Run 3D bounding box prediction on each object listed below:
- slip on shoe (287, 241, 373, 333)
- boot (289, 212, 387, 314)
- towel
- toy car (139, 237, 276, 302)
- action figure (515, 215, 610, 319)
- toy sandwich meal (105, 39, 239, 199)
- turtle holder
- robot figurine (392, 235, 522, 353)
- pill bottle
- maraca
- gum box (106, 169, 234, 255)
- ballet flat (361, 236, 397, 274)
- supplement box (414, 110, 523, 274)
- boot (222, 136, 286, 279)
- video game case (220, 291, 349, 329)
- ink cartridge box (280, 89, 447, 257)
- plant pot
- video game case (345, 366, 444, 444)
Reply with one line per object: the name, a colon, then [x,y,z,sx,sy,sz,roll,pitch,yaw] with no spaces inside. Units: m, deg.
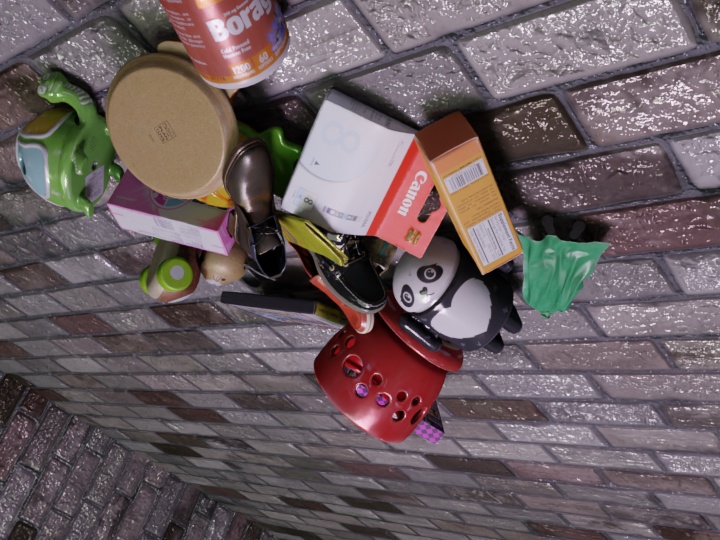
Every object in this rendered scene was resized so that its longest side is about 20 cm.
slip on shoe: [-0.047,0.011,1.231,0.201,0.061,0.074,59,149,2]
boot: [-0.017,-0.049,1.128,0.204,0.073,0.154,54,150,12]
towel: [-0.091,-0.053,1.108,0.086,0.018,0.199,41,170,-30]
toy car: [-0.248,-0.004,1.371,0.198,0.160,0.164,21,167,-24]
action figure: [0.263,0.006,1.110,0.117,0.055,0.201,13,147,13]
toy sandwich meal: [-0.227,-0.190,1.019,0.202,0.070,0.208,8,120,15]
turtle holder: [-0.435,-0.178,1.192,0.130,0.142,0.186,18,153,9]
robot figurine: [0.140,0.038,1.172,0.199,0.151,0.124,35,161,-18]
pill bottle: [-0.152,-0.293,0.825,0.111,0.113,0.201,8,149,23]
maraca: [-0.167,-0.145,1.099,0.197,0.108,0.138,4,135,16]
gum box: [-0.261,-0.105,1.223,0.198,0.114,0.066,14,152,15]
ballet flat: [0.000,0.000,1.273,0.070,0.071,0.200,26,152,-9]
supplement box: [0.134,-0.090,0.989,0.068,0.067,0.201,-26,132,3]
boot: [-0.121,-0.075,1.025,0.097,0.074,0.201,54,157,23]
video game case: [-0.121,0.075,1.462,0.198,0.026,0.180,5,169,28]
ink cartridge box: [0.018,-0.109,1.016,0.198,0.047,0.161,26,121,-3]
plant pot: [0.050,0.143,1.310,0.199,0.201,0.183,32,106,-19]
video game case: [0.058,0.215,1.511,0.199,0.182,0.036,32,108,-19]
